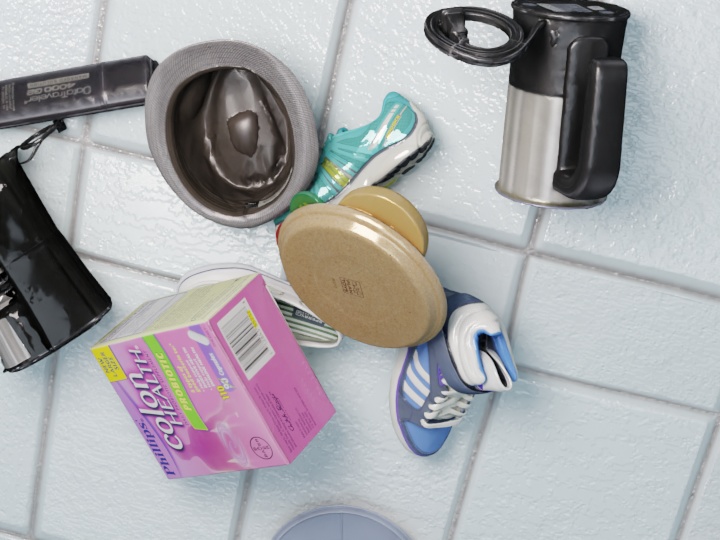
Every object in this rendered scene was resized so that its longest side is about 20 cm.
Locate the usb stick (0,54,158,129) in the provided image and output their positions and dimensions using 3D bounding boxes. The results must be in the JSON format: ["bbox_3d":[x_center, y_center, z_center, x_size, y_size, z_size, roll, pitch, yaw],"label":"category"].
[{"bbox_3d":[-0.306,-0.186,1.426,0.197,0.033,0.056,-8,76,9],"label":"usb stick"}]

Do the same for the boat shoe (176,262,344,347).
[{"bbox_3d":[-0.107,0.039,1.469,0.197,0.067,0.074,7,110,4],"label":"boat shoe"}]

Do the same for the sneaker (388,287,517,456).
[{"bbox_3d":[0.101,0.124,1.428,0.080,0.146,0.203,-5,109,-31],"label":"sneaker"}]

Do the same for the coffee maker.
[{"bbox_3d":[-0.350,-0.020,1.442,0.191,0.135,0.201,-30,104,15],"label":"coffee maker"}]

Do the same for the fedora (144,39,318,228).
[{"bbox_3d":[-0.126,-0.148,1.393,0.175,0.090,0.202,-14,110,12],"label":"fedora"}]

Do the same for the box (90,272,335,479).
[{"bbox_3d":[-0.158,0.116,1.441,0.199,0.097,0.177,-13,112,42],"label":"box"}]

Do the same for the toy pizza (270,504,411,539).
[{"bbox_3d":[-0.019,0.362,1.591,0.197,0.032,0.203,2,108,6],"label":"toy pizza"}]

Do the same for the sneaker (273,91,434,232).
[{"bbox_3d":[-0.014,-0.106,1.417,0.199,0.077,0.080,-37,80,14],"label":"sneaker"}]

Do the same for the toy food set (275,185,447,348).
[{"bbox_3d":[0.000,0.000,1.365,0.196,0.049,0.201,1,134,39],"label":"toy food set"}]

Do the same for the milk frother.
[{"bbox_3d":[0.154,-0.160,1.307,0.197,0.181,0.191,4,109,2],"label":"milk frother"}]
